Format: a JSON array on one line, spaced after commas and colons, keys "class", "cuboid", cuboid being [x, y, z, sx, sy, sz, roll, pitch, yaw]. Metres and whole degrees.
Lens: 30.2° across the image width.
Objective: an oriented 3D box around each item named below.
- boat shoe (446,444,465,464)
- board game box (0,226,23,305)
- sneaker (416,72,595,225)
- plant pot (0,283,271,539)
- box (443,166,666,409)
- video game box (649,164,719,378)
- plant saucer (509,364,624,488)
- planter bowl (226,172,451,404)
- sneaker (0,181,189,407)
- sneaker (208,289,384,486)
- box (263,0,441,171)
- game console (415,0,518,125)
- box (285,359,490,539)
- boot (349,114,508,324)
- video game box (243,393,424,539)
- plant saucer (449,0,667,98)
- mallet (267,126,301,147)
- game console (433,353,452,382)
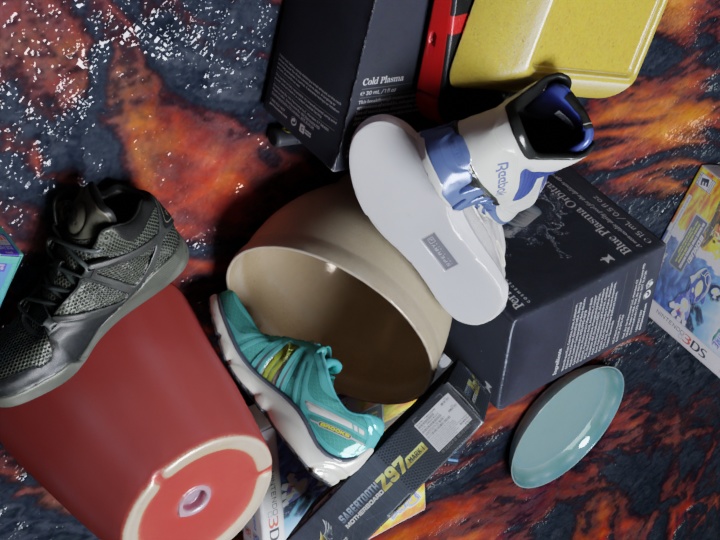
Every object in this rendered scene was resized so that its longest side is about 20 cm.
[{"class": "boat shoe", "cuboid": [0.055, 0.208, 1.479, 0.198, 0.084, 0.070, -6, 101, -40]}, {"class": "board game box", "cuboid": [-0.347, 0.056, 0.953, 0.151, 0.045, 0.202, 5, 121, -48]}, {"class": "sneaker", "cuboid": [0.131, -0.093, 1.027, 0.114, 0.082, 0.199, -22, 174, 23]}, {"class": "plant pot", "cuboid": [-0.176, 0.135, 1.095, 0.199, 0.177, 0.202, -27, 140, -25]}, {"class": "box", "cuboid": [0.151, -0.003, 1.285, 0.198, 0.197, 0.119, -24, 139, -28]}, {"class": "video game box", "cuboid": [0.437, 0.006, 1.608, 0.046, 0.182, 0.202, -3, 126, -44]}, {"class": "plant saucer", "cuboid": [0.265, 0.200, 1.751, 0.199, 0.027, 0.202, -28, 140, -26]}, {"class": "planter bowl", "cuboid": [0.000, 0.000, 1.161, 0.136, 0.198, 0.201, -59, 153, -31]}, {"class": "sneaker", "cuboid": [-0.224, 0.008, 1.007, 0.199, 0.076, 0.115, -43, 142, -18]}, {"class": "sneaker", "cuboid": [-0.057, 0.089, 1.118, 0.079, 0.200, 0.078, -39, 156, -7]}, {"class": "box", "cuboid": [0.043, -0.196, 1.065, 0.198, 0.104, 0.184, -14, 134, -38]}, {"class": "game console", "cuboid": [0.131, -0.207, 1.038, 0.198, 0.031, 0.179, -20, 132, -34]}, {"class": "box", "cuboid": [0.026, 0.170, 1.155, 0.200, 0.051, 0.158, -45, 176, 8]}, {"class": "boot", "cuboid": [0.057, -0.056, 1.069, 0.073, 0.096, 0.201, -21, 119, 21]}, {"class": "video game box", "cuboid": [-0.026, 0.188, 1.287, 0.198, 0.047, 0.185, -22, 125, -31]}, {"class": "plant saucer", "cuboid": [0.177, -0.219, 1.014, 0.198, 0.048, 0.202, -3, 121, -43]}, {"class": "mallet", "cuboid": [0.016, -0.117, 1.147, 0.198, 0.066, 0.042, -16, 136, -36]}, {"class": "game console", "cuboid": [0.178, 0.097, 1.475, 0.198, 0.118, 0.175, -12, 124, -38]}]
